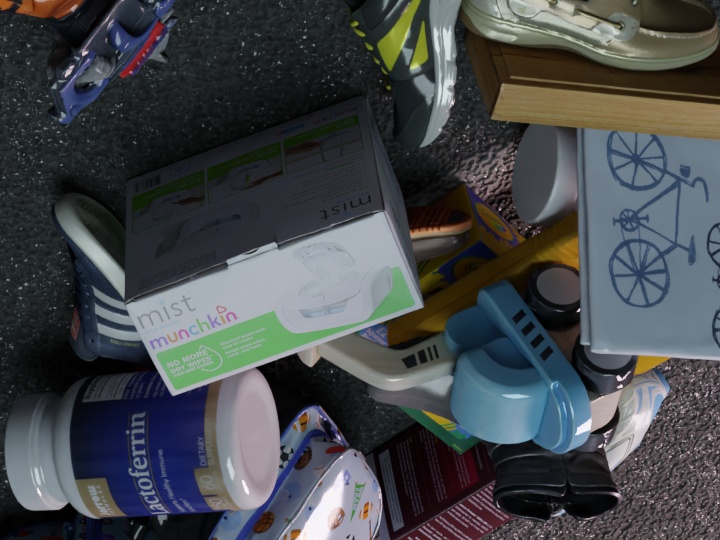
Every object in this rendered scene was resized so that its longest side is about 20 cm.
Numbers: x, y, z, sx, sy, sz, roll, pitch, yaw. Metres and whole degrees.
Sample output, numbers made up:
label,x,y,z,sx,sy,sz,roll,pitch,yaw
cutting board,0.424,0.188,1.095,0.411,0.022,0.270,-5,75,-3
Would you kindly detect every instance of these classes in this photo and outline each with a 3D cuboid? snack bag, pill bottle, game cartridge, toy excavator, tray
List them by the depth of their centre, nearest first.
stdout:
label,x,y,z,sx,sy,sz,roll,pitch,yaw
tray,0.184,-0.146,1.501,0.200,0.099,0.037,5,130,-16
snack bag,0.252,-0.023,1.503,0.200,0.189,0.021,5,163,-19
toy excavator,0.076,0.067,1.507,0.200,0.195,0.100,-21,147,-23
pill bottle,0.225,-0.065,1.580,0.200,0.113,0.113,8,131,-20
game cartridge,0.151,0.046,1.598,0.176,0.032,0.200,31,133,-34
pill bottle,-0.174,0.138,1.616,0.200,0.116,0.116,-6,137,17

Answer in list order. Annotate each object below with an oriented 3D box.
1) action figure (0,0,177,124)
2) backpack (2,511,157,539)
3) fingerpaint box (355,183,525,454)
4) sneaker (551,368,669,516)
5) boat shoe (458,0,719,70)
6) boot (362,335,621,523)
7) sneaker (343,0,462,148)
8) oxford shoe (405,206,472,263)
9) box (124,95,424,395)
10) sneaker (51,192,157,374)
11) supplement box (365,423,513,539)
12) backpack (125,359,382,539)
label,x,y,z,sx,sy,sz,roll,pitch,yaw
action figure,-0.182,-0.214,1.386,0.200,0.105,0.193,-46,138,-3
backpack,-0.247,0.288,1.781,0.200,0.183,0.135,13,122,-8
fingerpaint box,0.085,0.045,1.682,0.167,0.073,0.200,-34,131,20
sneaker,0.209,0.158,1.824,0.072,0.072,0.200,-3,144,-38
boat shoe,0.173,-0.196,1.474,0.200,0.072,0.065,8,133,-12
boot,0.102,0.124,1.567,0.200,0.132,0.070,4,142,-7
sneaker,0.027,-0.179,1.465,0.084,0.075,0.200,0,125,-4
oxford shoe,0.000,0.000,1.602,0.200,0.071,0.073,-15,104,20
box,-0.068,-0.023,1.504,0.200,0.177,0.097,-20,123,6
sneaker,-0.204,0.022,1.596,0.084,0.075,0.200,-25,133,9
supplement box,0.105,0.167,1.779,0.200,0.109,0.061,-34,131,21
backpack,-0.069,0.201,1.728,0.200,0.154,0.191,-51,152,-10
